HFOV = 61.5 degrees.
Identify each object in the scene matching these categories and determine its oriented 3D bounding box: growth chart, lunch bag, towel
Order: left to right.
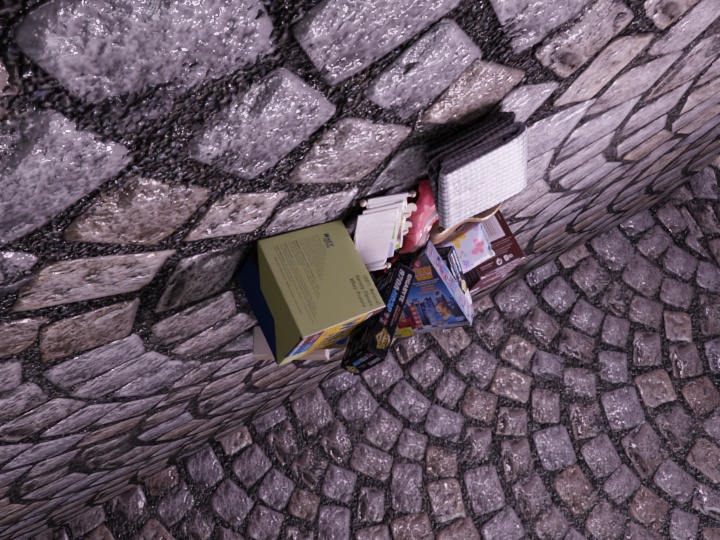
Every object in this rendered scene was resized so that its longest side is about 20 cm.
[{"bbox_3d":[0.039,-0.072,1.235,0.141,0.018,0.204,-6,130,-28],"label":"growth chart"},{"bbox_3d":[0.221,-0.064,1.557,0.167,0.129,0.200,-30,-164,-3],"label":"lunch bag"},{"bbox_3d":[0.217,-0.188,1.143,0.196,0.086,0.167,-28,145,-6],"label":"towel"}]

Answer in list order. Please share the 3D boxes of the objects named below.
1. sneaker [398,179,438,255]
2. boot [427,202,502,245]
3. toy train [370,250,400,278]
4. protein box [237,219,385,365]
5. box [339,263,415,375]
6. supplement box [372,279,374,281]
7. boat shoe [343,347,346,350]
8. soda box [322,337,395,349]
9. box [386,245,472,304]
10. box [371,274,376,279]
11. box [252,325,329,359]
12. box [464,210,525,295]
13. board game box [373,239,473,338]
[{"bbox_3d":[0.116,-0.118,1.285,0.085,0.075,0.202,17,132,-17],"label":"sneaker"},{"bbox_3d":[0.221,-0.120,1.396,0.196,0.074,0.166,-28,177,-8],"label":"boot"},{"bbox_3d":[0.000,0.000,1.396,0.115,0.085,0.200,-38,174,-37],"label":"toy train"},{"bbox_3d":[-0.097,0.039,1.168,0.197,0.202,0.135,-17,162,-37],"label":"protein box"},{"bbox_3d":[0.034,0.102,1.249,0.159,0.045,0.204,-43,-157,59],"label":"box"},{"bbox_3d":[-0.051,0.082,1.437,0.195,0.088,0.110,-12,-168,-14],"label":"supplement box"},{"bbox_3d":[0.025,0.157,1.626,0.198,0.073,0.060,-21,161,-47],"label":"boat shoe"},{"bbox_3d":[-0.016,0.152,1.486,0.194,0.066,0.068,-6,180,11],"label":"soda box"},{"bbox_3d":[0.151,0.033,1.450,0.196,0.162,0.046,-8,-151,32],"label":"box"},{"bbox_3d":[0.014,0.052,1.603,0.196,0.109,0.149,-26,166,-13],"label":"box"},{"bbox_3d":[-0.182,0.193,1.609,0.194,0.080,0.095,-1,165,4],"label":"box"},{"bbox_3d":[0.350,-0.044,1.791,0.163,0.167,0.201,-23,165,-17],"label":"box"},{"bbox_3d":[0.134,0.041,1.370,0.195,0.204,0.062,-11,-154,23],"label":"board game box"}]
